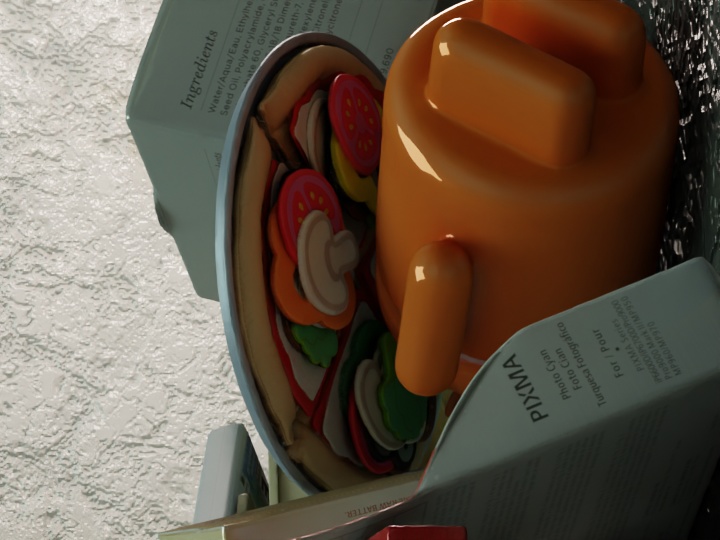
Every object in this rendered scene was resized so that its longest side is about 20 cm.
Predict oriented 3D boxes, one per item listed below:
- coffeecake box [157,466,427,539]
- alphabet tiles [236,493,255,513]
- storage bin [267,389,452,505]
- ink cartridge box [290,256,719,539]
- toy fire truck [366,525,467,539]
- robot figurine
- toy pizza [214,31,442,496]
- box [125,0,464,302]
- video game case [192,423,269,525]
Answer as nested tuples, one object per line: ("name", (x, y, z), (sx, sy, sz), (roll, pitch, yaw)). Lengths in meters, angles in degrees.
("coffeecake box", (0.022, 0.182, 1.105), (0.073, 0.153, 0.201), (-17, 85, 64))
("alphabet tiles", (-0.023, 0.209, 1.308), (0.167, 0.006, 0.201), (-87, -21, -61))
("storage bin", (0.025, 0.172, 1.340), (0.201, 0.093, 0.199), (-94, -15, -48))
("ink cartridge box", (0.033, 0.083, 1.000), (0.160, 0.199, 0.047), (98, 149, -60))
("toy fire truck", (0.062, 0.131, 0.975), (0.200, 0.140, 0.049), (104, 164, -72))
("robot figurine", (0.064, -0.028, 1.112), (0.201, 0.116, 0.144), (94, 171, -50))
("toy pizza", (0.000, 0.000, 1.178), (0.200, 0.032, 0.202), (22, -114, -61))
("box", (-0.011, -0.099, 1.397), (0.199, 0.130, 0.201), (74, -149, -64))
("video game case", (-0.039, 0.195, 1.318), (0.200, 0.022, 0.183), (-86, -22, -65))
